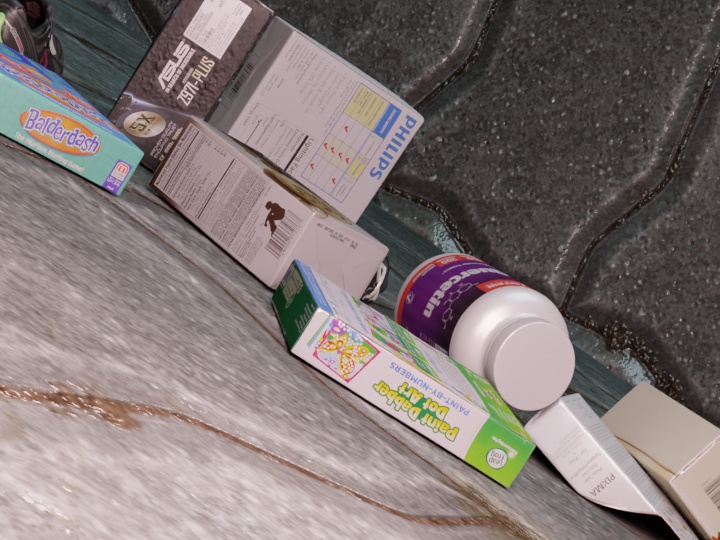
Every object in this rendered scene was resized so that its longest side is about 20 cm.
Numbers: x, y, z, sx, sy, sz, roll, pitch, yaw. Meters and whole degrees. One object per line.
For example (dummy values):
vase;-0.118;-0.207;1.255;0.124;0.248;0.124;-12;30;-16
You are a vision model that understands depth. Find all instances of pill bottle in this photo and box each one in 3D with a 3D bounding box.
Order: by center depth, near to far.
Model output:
pill bottle;0.112;0.058;1.644;0.112;0.113;0.200;31;0;-24

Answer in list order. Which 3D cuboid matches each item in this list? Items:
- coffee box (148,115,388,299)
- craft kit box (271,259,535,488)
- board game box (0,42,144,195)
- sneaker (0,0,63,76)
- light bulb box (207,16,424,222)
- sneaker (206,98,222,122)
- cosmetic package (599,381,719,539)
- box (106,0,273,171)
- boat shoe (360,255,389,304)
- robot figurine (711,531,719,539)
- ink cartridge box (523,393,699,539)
coffee box;-0.085;-0.048;1.669;0.113;0.080;0.200;26;9;-48
craft kit box;0.028;0.075;1.437;0.196;0.049;0.200;30;6;-11
board game box;-0.285;-0.147;1.551;0.151;0.045;0.200;29;7;-39
sneaker;-0.333;-0.237;1.877;0.076;0.084;0.200;33;5;1
light bulb box;-0.065;-0.169;2.267;0.199;0.199;0.125;32;7;-20
sneaker;-0.161;-0.188;2.551;0.199;0.075;0.084;37;11;36
cosmetic package;0.306;0.185;1.758;0.104;0.073;0.200;51;-5;-15
box;-0.178;-0.207;1.901;0.086;0.201;0.164;33;5;-9
boat shoe;0.000;0.000;1.783;0.060;0.076;0.200;27;6;1
robot figurine;0.360;0.281;1.468;0.199;0.059;0.145;33;6;5
ink cartridge box;0.232;0.199;1.644;0.201;0.047;0.160;51;8;10
